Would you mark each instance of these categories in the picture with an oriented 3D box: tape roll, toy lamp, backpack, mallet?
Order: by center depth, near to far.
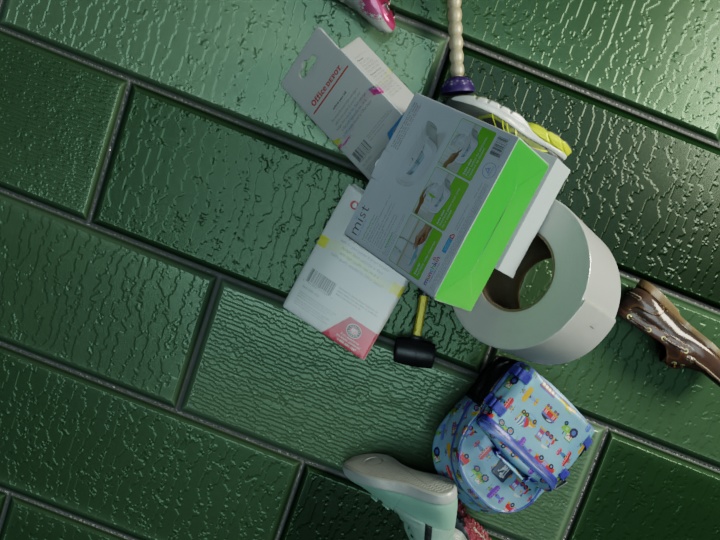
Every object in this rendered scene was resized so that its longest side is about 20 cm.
[{"bbox_3d":[0.234,0.016,0.890,0.198,0.138,0.209,-12,70,34],"label":"tape roll"},{"bbox_3d":[0.134,-0.359,0.941,0.056,0.058,0.207,-1,97,1],"label":"toy lamp"},{"bbox_3d":[0.208,0.251,0.947,0.200,0.134,0.183,-45,95,-9],"label":"backpack"},{"bbox_3d":[0.104,0.048,0.996,0.064,0.041,0.206,17,93,1],"label":"mallet"}]

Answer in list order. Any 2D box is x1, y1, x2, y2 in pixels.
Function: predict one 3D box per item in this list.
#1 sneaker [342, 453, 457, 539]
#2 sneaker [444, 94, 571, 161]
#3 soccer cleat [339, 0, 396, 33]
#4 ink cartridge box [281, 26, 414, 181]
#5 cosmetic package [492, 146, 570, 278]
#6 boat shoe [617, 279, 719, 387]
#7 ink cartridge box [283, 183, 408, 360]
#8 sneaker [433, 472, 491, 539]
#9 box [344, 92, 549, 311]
[{"bbox_3d":[0.053,0.352,0.978,0.196,0.073,0.122,8,107,38],"label":"sneaker"},{"bbox_3d":[0.204,-0.186,0.948,0.196,0.075,0.087,26,102,1],"label":"sneaker"},{"bbox_3d":[-0.024,-0.415,0.939,0.085,0.070,0.203,-30,93,20],"label":"soccer cleat"},{"bbox_3d":[-0.004,-0.236,0.925,0.200,0.068,0.115,45,130,-4],"label":"ink cartridge box"},{"bbox_3d":[0.153,-0.106,0.871,0.198,0.051,0.154,34,101,40],"label":"cosmetic package"},{"bbox_3d":[0.465,0.107,0.977,0.199,0.070,0.071,43,89,5],"label":"boat shoe"},{"bbox_3d":[0.000,0.000,0.962,0.143,0.083,0.203,32,97,5],"label":"ink cartridge box"},{"bbox_3d":[0.148,0.414,1.016,0.074,0.080,0.203,-37,81,21],"label":"sneaker"},{"bbox_3d":[0.099,-0.086,0.812,0.175,0.096,0.204,34,100,40],"label":"box"}]
